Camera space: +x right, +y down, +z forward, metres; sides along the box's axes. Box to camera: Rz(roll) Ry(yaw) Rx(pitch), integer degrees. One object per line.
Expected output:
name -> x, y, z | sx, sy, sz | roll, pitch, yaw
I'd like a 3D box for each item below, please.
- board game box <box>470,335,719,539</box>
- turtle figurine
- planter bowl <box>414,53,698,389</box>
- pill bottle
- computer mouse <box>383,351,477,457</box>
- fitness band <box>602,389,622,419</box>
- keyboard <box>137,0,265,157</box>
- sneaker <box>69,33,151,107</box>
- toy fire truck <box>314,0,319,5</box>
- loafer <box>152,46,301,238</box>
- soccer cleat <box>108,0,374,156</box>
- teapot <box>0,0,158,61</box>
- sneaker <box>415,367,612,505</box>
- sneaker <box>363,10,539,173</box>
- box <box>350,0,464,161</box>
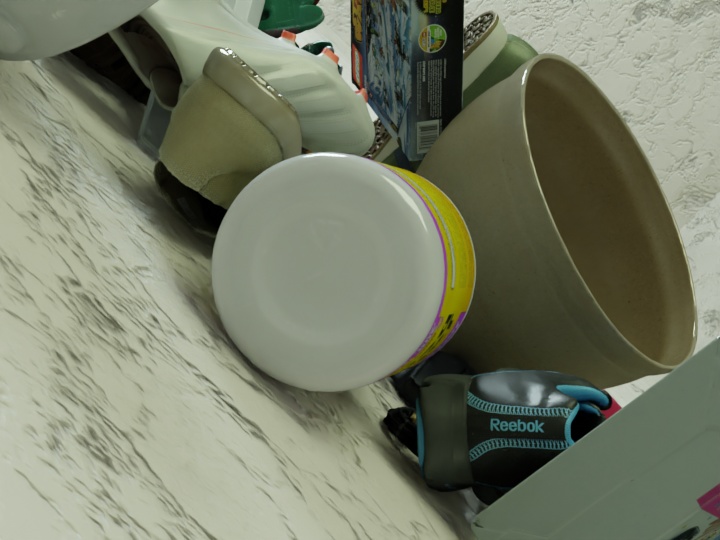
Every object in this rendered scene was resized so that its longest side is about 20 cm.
board game box -> 0.154, 0.116, 0.977 | 0.065, 0.147, 0.200 | 57, 12, 21
turtle figurine -> -0.031, -0.085, 1.261 | 0.150, 0.100, 0.200 | 59, -6, 24
planter bowl -> 0.096, -0.011, 1.195 | 0.200, 0.134, 0.202 | 43, 34, -38
pill bottle -> 0.000, 0.000, 0.946 | 0.104, 0.104, 0.200 | 46, 8, 7
computer mouse -> 0.043, 0.071, 1.079 | 0.059, 0.034, 0.200 | 46, 8, 0
fitness band -> 0.140, 0.091, 1.377 | 0.144, 0.037, 0.200 | 44, -6, 18
keyboard -> -0.085, -0.136, 1.142 | 0.056, 0.011, 0.201 | 36, 48, -30
sneaker -> -0.121, -0.133, 1.149 | 0.076, 0.070, 0.200 | 60, 15, 4
toy fire truck -> -0.099, -0.230, 1.269 | 0.199, 0.113, 0.168 | 26, -27, -11
loafer -> -0.067, -0.049, 1.009 | 0.076, 0.068, 0.200 | 45, -9, 16
soccer cleat -> -0.074, -0.107, 1.083 | 0.200, 0.078, 0.069 | 37, -29, -32
teapot -> -0.143, -0.199, 0.892 | 0.146, 0.197, 0.200 | 54, 3, -29
sneaker -> 0.093, 0.087, 1.016 | 0.200, 0.081, 0.074 | 3, 85, -71
sneaker -> 0.058, -0.084, 1.386 | 0.090, 0.200, 0.067 | 37, 30, -15
box -> 0.029, -0.189, 1.267 | 0.137, 0.039, 0.202 | -122, -152, -57
